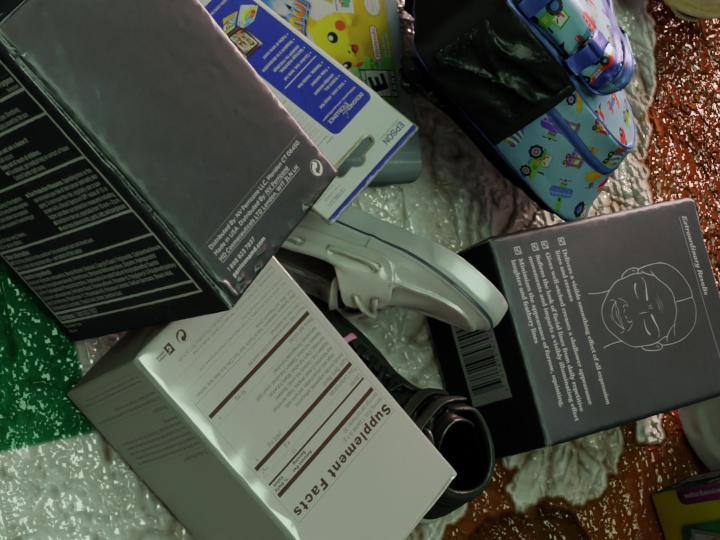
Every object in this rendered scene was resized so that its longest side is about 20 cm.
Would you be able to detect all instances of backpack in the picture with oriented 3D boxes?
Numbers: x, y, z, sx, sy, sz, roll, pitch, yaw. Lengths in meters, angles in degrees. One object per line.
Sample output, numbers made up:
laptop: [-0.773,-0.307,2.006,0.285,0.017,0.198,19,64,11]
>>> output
backpack: [0.133,-0.143,1.157,0.200,0.134,0.183,46,22,-21]

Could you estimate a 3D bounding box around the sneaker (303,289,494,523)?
sneaker: [0.019,0.082,1.070,0.071,0.099,0.200,-43,99,-30]

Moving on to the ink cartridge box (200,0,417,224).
ink cartridge box: [-0.068,-0.119,1.056,0.200,0.037,0.095,38,68,9]

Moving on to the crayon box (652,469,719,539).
crayon box: [0.320,0.226,1.151,0.058,0.200,0.174,-16,85,-33]

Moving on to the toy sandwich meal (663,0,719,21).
toy sandwich meal: [0.266,-0.307,1.349,0.204,0.070,0.207,7,78,-32]

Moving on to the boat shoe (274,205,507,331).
boat shoe: [0.000,0.000,1.068,0.199,0.072,0.066,29,72,5]

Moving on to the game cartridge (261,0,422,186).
game cartridge: [-0.030,-0.159,1.145,0.132,0.040,0.202,-5,79,-28]

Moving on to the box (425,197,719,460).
box: [0.161,0.044,1.161,0.199,0.107,0.150,-11,82,-32]

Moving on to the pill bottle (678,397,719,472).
pill bottle: [0.355,0.082,1.264,0.199,0.113,0.114,-30,93,-33]

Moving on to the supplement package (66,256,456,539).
supplement package: [-0.062,0.103,1.001,0.200,0.121,0.120,50,57,-10]

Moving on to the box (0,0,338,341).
box: [-0.155,-0.077,0.932,0.199,0.199,0.124,50,57,-21]
